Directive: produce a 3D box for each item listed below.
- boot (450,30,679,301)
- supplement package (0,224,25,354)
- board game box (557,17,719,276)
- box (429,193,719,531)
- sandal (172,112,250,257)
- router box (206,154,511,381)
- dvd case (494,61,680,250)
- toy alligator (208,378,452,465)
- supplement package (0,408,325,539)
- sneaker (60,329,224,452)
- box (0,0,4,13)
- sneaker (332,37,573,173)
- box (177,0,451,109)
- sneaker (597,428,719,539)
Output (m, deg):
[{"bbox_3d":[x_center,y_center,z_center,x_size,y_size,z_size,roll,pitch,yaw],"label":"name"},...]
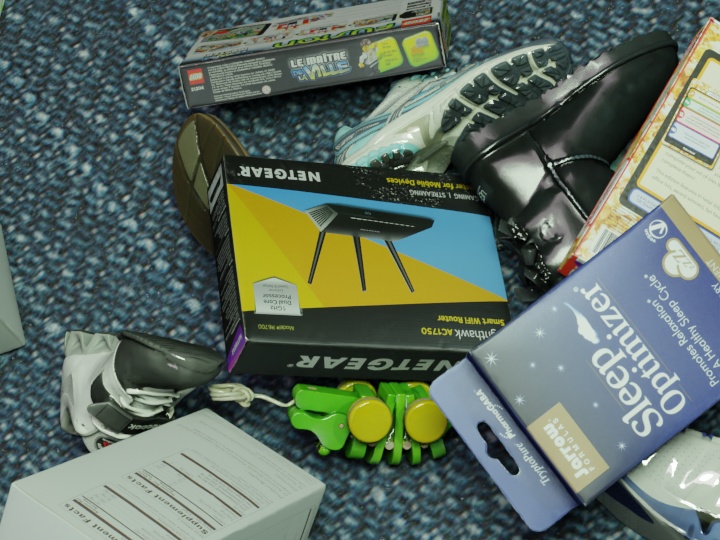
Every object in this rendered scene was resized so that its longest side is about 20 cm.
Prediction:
[{"bbox_3d":[0.176,-0.057,1.196,0.198,0.073,0.163,-31,72,-9],"label":"boot"},{"bbox_3d":[-0.371,0.019,1.276,0.199,0.117,0.117,-19,61,3],"label":"supplement package"},{"bbox_3d":[0.247,-0.047,1.144,0.151,0.046,0.201,32,74,2],"label":"board game box"},{"bbox_3d":[0.155,0.060,1.075,0.200,0.032,0.121,-37,85,-4],"label":"box"},{"bbox_3d":[-0.067,-0.033,1.266,0.200,0.055,0.082,45,121,14],"label":"sandal"},{"bbox_3d":[0.000,0.000,1.189,0.199,0.051,0.150,3,58,-21],"label":"router box"},{"bbox_3d":[0.198,-0.087,1.259,0.199,0.022,0.147,-3,64,10],"label":"dvd case"},{"bbox_3d":[-0.007,0.106,1.173,0.199,0.059,0.055,1,102,-11],"label":"toy alligator"},{"bbox_3d":[-0.131,0.180,1.086,0.109,0.200,0.114,29,112,24],"label":"supplement package"},{"bbox_3d":[-0.156,0.088,1.185,0.074,0.200,0.089,16,79,-27],"label":"sneaker"},{"bbox_3d":[-0.369,-0.282,1.467,0.155,0.041,0.201,4,64,14],"label":"box"},{"bbox_3d":[0.061,-0.123,1.266,0.199,0.078,0.087,-30,45,8],"label":"sneaker"},{"bbox_3d":[-0.032,-0.170,1.306,0.199,0.035,0.110,-8,21,9],"label":"box"},{"bbox_3d":[0.237,0.133,1.117,0.199,0.081,0.115,36,72,18],"label":"sneaker"}]
